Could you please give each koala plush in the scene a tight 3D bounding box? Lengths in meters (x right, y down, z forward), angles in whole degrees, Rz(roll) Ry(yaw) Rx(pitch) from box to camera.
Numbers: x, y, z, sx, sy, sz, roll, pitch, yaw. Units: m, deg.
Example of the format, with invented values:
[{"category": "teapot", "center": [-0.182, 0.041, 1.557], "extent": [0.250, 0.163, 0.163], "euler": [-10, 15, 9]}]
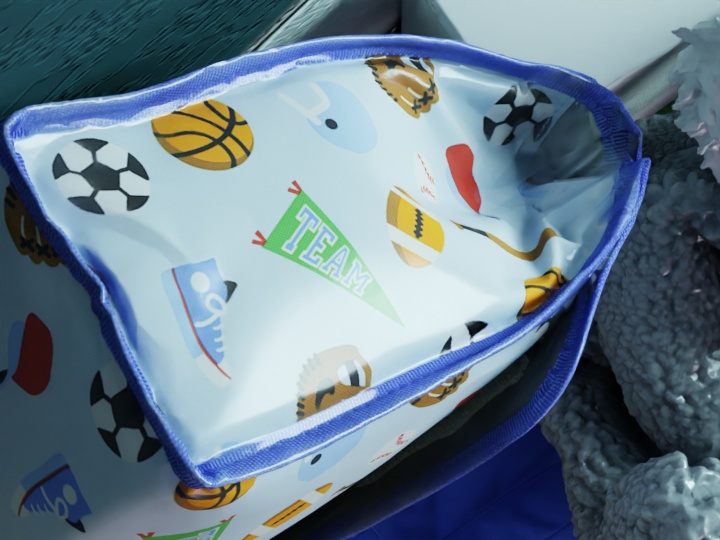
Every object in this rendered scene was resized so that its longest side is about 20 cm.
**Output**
[{"category": "koala plush", "center": [0.141, -0.018, 0.747], "extent": [0.177, 0.184, 0.200], "euler": [-13, 147, -25]}]

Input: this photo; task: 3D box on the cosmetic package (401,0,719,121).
[{"category": "cosmetic package", "center": [0.072, -0.083, 0.830], "extent": [0.101, 0.071, 0.200], "euler": [-35, 176, -3]}]

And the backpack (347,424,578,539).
[{"category": "backpack", "center": [0.005, 0.145, 0.879], "extent": [0.200, 0.168, 0.162], "euler": [-38, -173, -16]}]

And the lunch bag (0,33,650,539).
[{"category": "lunch bag", "center": [-0.031, 0.019, 0.687], "extent": [0.200, 0.124, 0.170], "euler": [-23, 170, -43]}]

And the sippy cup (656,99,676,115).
[{"category": "sippy cup", "center": [0.139, -0.086, 1.021], "extent": [0.178, 0.140, 0.130], "euler": [-9, 171, -33]}]
